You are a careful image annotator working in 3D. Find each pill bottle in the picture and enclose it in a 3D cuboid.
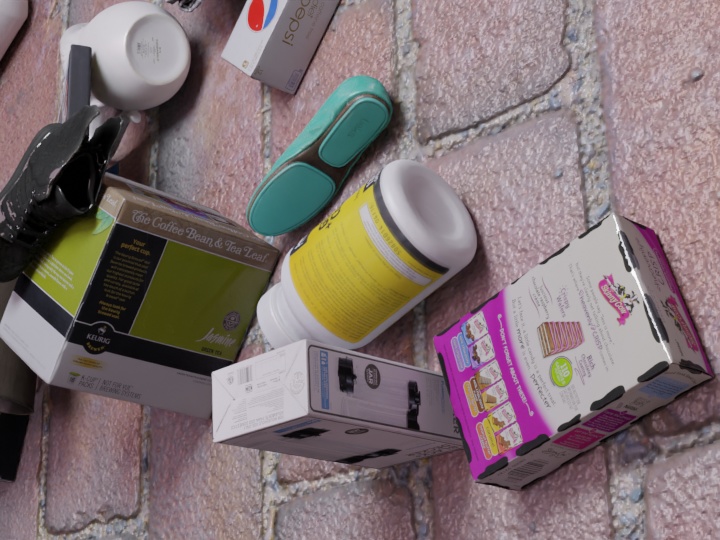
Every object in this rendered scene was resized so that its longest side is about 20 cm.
[{"bbox_3d":[0.000,0.000,1.225,0.200,0.112,0.112,-39,52,30],"label":"pill bottle"}]

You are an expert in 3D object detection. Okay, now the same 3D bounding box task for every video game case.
[{"bbox_3d":[-0.321,-0.114,1.503,0.181,0.025,0.201,115,156,-46],"label":"video game case"}]

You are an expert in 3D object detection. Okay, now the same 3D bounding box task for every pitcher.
[{"bbox_3d":[-0.276,-0.218,1.595,0.200,0.121,0.173,-1,94,57],"label":"pitcher"}]

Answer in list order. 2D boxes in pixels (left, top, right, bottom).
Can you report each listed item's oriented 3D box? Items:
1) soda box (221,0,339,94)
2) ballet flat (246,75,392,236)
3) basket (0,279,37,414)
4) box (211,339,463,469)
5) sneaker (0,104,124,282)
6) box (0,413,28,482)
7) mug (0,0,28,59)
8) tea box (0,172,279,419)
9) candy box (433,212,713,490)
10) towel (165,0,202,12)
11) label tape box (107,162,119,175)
[{"bbox_3d":[-0.065,-0.291,1.424,0.068,0.063,0.201,37,104,46],"label":"soda box"},{"bbox_3d":[-0.039,-0.115,1.350,0.200,0.067,0.071,-45,25,26],"label":"ballet flat"},{"bbox_3d":[-0.426,0.044,1.543,0.179,0.136,0.201,12,73,5],"label":"basket"},{"bbox_3d":[-0.012,0.115,1.137,0.116,0.199,0.060,-20,65,38],"label":"box"},{"bbox_3d":[-0.294,-0.069,1.299,0.104,0.060,0.201,31,95,52],"label":"sneaker"},{"bbox_3d":[-0.527,0.184,1.686,0.199,0.148,0.108,5,80,47],"label":"box"},{"bbox_3d":[-0.545,-0.359,1.893,0.153,0.149,0.187,-44,56,17],"label":"mug"},{"bbox_3d":[-0.223,0.021,1.385,0.133,0.199,0.198,32,99,47],"label":"tea box"},{"bbox_3d":[0.160,0.067,1.075,0.200,0.061,0.137,-37,53,33],"label":"candy box"},{"bbox_3d":[-0.151,-0.390,1.503,0.200,0.085,0.166,-40,33,29],"label":"towel"},{"bbox_3d":[-0.318,-0.021,1.597,0.199,0.063,0.145,-21,62,40],"label":"label tape box"}]
